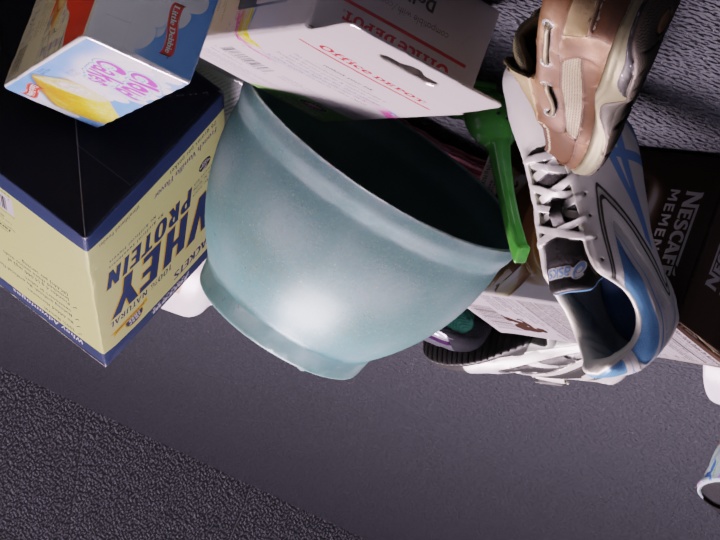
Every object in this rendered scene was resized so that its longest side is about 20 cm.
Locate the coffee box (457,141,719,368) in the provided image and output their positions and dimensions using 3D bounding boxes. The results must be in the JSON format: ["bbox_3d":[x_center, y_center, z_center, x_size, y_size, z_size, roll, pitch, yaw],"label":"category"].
[{"bbox_3d":[0.161,-0.014,1.706,0.200,0.113,0.080,8,160,44],"label":"coffee box"}]

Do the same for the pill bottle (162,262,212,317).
[{"bbox_3d":[-0.151,-0.026,2.178,0.200,0.115,0.114,21,168,-6],"label":"pill bottle"}]

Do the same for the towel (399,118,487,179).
[{"bbox_3d":[0.020,-0.077,1.891,0.144,0.023,0.200,25,169,-29],"label":"towel"}]

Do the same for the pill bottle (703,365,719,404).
[{"bbox_3d":[0.333,0.065,1.767,0.200,0.116,0.116,14,167,29],"label":"pill bottle"}]

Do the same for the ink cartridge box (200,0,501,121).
[{"bbox_3d":[-0.005,-0.139,1.528,0.117,0.067,0.200,27,168,-30],"label":"ink cartridge box"}]

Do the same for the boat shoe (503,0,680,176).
[{"bbox_3d":[0.118,-0.115,1.442,0.074,0.076,0.200,25,161,4],"label":"boat shoe"}]

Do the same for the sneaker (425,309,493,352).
[{"bbox_3d":[0.000,0.000,1.822,0.200,0.074,0.088,36,142,11],"label":"sneaker"}]

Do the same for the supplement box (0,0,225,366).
[{"bbox_3d":[-0.202,-0.078,1.754,0.200,0.134,0.200,37,159,14],"label":"supplement box"}]

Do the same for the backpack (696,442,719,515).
[{"bbox_3d":[0.361,0.153,2.032,0.177,0.151,0.200,30,158,-30],"label":"backpack"}]

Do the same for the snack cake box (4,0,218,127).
[{"bbox_3d":[-0.136,-0.158,1.550,0.067,0.115,0.200,23,169,-17],"label":"snack cake box"}]

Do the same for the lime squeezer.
[{"bbox_3d":[0.067,-0.088,1.667,0.038,0.071,0.200,-12,-143,-23],"label":"lime squeezer"}]

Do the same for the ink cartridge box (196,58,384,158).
[{"bbox_3d":[-0.099,-0.121,1.826,0.200,0.043,0.196,25,165,-19],"label":"ink cartridge box"}]

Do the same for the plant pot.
[{"bbox_3d":[-0.018,-0.018,1.677,0.200,0.134,0.200,30,-163,-10],"label":"plant pot"}]

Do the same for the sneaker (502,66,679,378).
[{"bbox_3d":[0.129,-0.032,1.566,0.072,0.200,0.072,-12,-166,39],"label":"sneaker"}]

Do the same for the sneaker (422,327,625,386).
[{"bbox_3d":[0.135,0.049,1.817,0.200,0.074,0.089,-8,141,37],"label":"sneaker"}]
